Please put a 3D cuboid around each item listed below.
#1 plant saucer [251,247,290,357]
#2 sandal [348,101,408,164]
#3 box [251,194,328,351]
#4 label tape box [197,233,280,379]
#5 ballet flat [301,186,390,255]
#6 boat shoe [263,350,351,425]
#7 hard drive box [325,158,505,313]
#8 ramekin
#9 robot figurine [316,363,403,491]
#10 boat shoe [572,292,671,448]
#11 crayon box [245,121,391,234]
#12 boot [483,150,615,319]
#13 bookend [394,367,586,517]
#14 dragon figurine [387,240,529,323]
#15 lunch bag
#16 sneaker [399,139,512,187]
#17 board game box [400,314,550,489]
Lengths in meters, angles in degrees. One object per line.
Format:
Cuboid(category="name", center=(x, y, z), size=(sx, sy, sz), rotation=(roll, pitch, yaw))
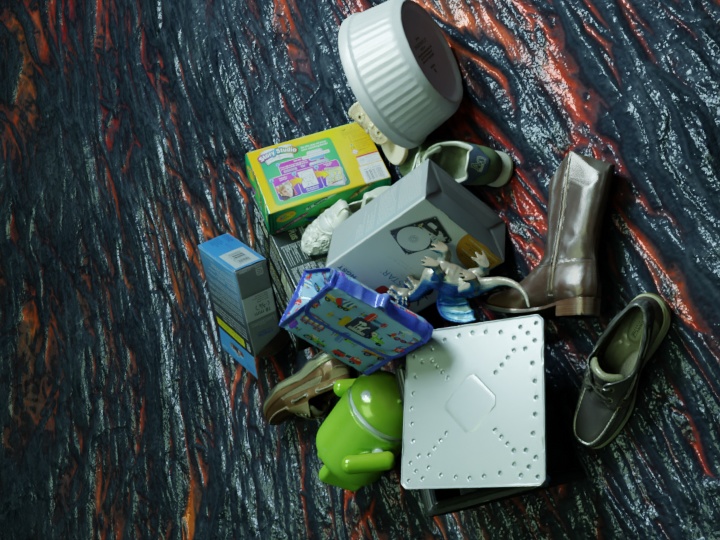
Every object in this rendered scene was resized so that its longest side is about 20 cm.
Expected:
Cuboid(category="plant saucer", center=(-0.183, 0.052, 1.532), size=(0.198, 0.036, 0.205), rotation=(-4, 84, 46))
Cuboid(category="sandal", center=(0.012, -0.243, 1.302), size=(0.078, 0.068, 0.215), rotation=(117, 147, -49))
Cuboid(category="box", center=(-0.097, -0.006, 1.361), size=(0.165, 0.085, 0.202), rotation=(97, 150, -55))
Cuboid(category="label tape box", center=(-0.197, 0.057, 1.448), size=(0.144, 0.063, 0.203), rotation=(30, 136, 51))
Cuboid(category="ballet flat", center=(0.000, -0.085, 1.262), size=(0.197, 0.072, 0.073), rotation=(-19, 67, -2))
Cuboid(category="boat shoe", center=(-0.085, 0.202, 1.391), size=(0.200, 0.075, 0.075), rotation=(-44, 61, 35))
Cuboid(category="hard drive box", center=(0.075, -0.035, 1.180), size=(0.199, 0.155, 0.078), rotation=(-34, 33, 39))
Cuboid(category="ramekin", center=(0.064, -0.281, 1.202), size=(0.093, 0.201, 0.206), rotation=(-24, 69, 29))
Cuboid(category="robot figurine", center=(0.011, 0.230, 1.257), size=(0.201, 0.114, 0.177), rotation=(-55, 22, 28))
Cuboid(category="boat shoe", center=(0.293, 0.118, 1.014), size=(0.073, 0.064, 0.203), rotation=(32, 110, 41))
Cuboid(category="crayon box", center=(-0.065, -0.144, 1.315), size=(0.059, 0.197, 0.120), rotation=(93, 156, -58))
Cuboid(category="boot", center=(0.237, -0.042, 1.094), size=(0.185, 0.063, 0.204), rotation=(-3, 80, 49))
Cuboid(category="bookend", center=(0.162, 0.197, 1.123), size=(0.198, 0.091, 0.203), rotation=(-27, 67, 40))
Cuboid(category="dragon figurine", center=(0.129, 0.026, 1.110), size=(0.197, 0.059, 0.101), rotation=(15, 138, 22))
Cuboid(category="lunch bag", center=(0.000, 0.055, 1.133), size=(0.095, 0.149, 0.200), rotation=(-65, 14, -20))
Cuboid(category="sneaker", center=(0.110, -0.154, 1.209), size=(0.198, 0.089, 0.069), rotation=(12, 96, 46))
Cuboid(category="board game box", center=(0.142, 0.167, 1.073), size=(0.197, 0.026, 0.204), rotation=(-12, 65, 35))
